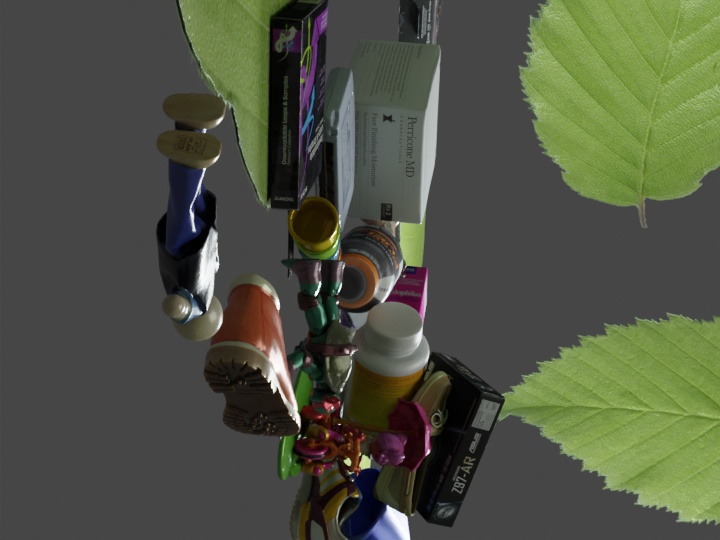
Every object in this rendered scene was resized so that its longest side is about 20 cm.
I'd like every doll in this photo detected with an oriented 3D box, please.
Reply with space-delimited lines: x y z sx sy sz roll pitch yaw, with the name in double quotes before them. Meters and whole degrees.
"doll" -0.122 -0.021 0.808 0.201 0.048 0.137 98 -6 -46

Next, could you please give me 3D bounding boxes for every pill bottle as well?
"pill bottle" 0.000 0.000 1.598 0.200 0.105 0.107 -53 148 -77
"pill bottle" 0.036 0.146 1.576 0.110 0.108 0.201 -75 174 -53

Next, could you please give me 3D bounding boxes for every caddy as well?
"caddy" -0.011 0.365 1.634 0.105 0.141 0.200 56 8 -16

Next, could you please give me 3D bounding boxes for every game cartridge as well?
"game cartridge" -0.033 -0.157 1.488 0.134 0.040 0.201 -71 166 -47

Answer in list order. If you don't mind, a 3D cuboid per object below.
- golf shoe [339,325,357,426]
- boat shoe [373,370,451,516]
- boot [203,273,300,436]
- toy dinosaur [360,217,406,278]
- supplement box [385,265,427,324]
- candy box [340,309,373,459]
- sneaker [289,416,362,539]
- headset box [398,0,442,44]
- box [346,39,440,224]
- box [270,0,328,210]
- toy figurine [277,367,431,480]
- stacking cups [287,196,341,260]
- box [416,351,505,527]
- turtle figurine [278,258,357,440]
"golf shoe" -0.028 0.175 1.666 0.097 0.078 0.202 -60 154 -52
"boat shoe" 0.085 0.237 1.554 0.202 0.063 0.073 -65 156 3
"boot" -0.093 0.087 1.062 0.201 0.074 0.108 83 10 -57
"toy dinosaur" 0.026 -0.093 1.870 0.136 0.085 0.201 104 -17 -46
"supplement box" 0.080 0.089 2.353 0.201 0.100 0.104 -77 169 -50
"candy box" 0.023 0.170 1.808 0.168 0.071 0.201 -119 -155 -51
"sneaker" -0.035 0.291 1.577 0.075 0.089 0.202 63 33 -59
"headset box" 0.122 -0.538 2.269 0.201 0.074 0.150 -76 170 -50
"box" 0.044 -0.209 1.681 0.201 0.129 0.200 -75 168 -52
"box" -0.064 -0.181 1.204 0.143 0.036 0.202 -69 165 -65
"toy figurine" 0.001 0.215 1.468 0.200 0.182 0.152 -59 154 -73
"stacking cups" -0.047 -0.025 1.377 0.200 0.060 0.061 77 21 -71
"box" 0.116 0.237 1.607 0.160 0.043 0.202 39 -71 61
"turtle figurine" -0.054 0.088 1.283 0.150 0.100 0.202 4 88 -83
